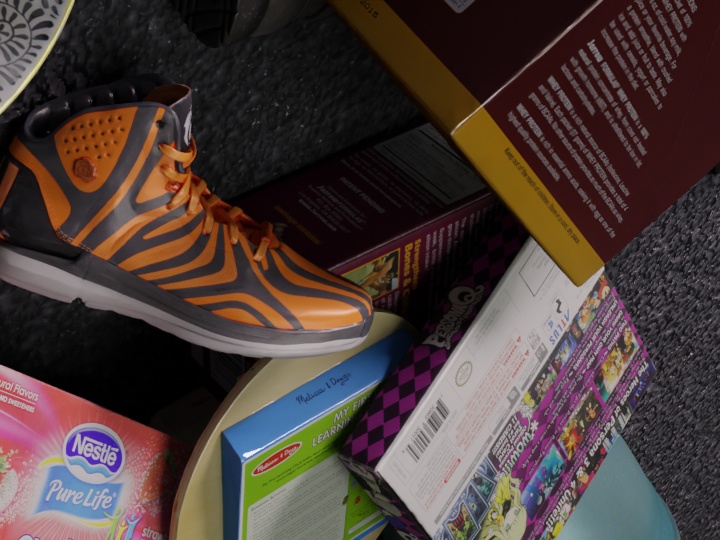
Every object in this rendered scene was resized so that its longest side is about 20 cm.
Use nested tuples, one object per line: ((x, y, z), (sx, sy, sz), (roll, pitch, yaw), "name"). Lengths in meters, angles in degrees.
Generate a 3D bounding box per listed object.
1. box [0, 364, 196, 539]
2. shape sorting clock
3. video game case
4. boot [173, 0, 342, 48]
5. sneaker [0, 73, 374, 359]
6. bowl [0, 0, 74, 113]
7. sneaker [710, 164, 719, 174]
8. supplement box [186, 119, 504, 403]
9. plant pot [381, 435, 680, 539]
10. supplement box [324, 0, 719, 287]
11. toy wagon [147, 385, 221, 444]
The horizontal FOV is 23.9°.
((-0.178, 0.107, 0.869), (0.200, 0.094, 0.103), (34, 70, -53), "box")
((-0.030, 0.111, 0.955), (0.200, 0.039, 0.201), (-33, 141, -32), "shape sorting clock")
((0.088, 0.081, 0.992), (0.200, 0.036, 0.181), (-55, 136, -20), "video game case")
((-0.014, -0.205, 0.835), (0.131, 0.070, 0.201), (-17, 143, -41), "boot")
((-0.079, -0.029, 0.834), (0.199, 0.078, 0.113), (14, 108, -11), "sneaker")
((-0.212, -0.135, 0.648), (0.200, 0.094, 0.201), (-28, 138, -29), "bowl")
((0.261, -0.093, 1.149), (0.200, 0.082, 0.073), (-35, -179, 27), "sneaker")
((0.000, 0.000, 0.997), (0.199, 0.086, 0.111), (-26, 137, -30), "supplement box")
((0.096, 0.152, 1.155), (0.200, 0.200, 0.188), (-40, 128, -14), "plant pot")
((0.117, -0.133, 0.860), (0.200, 0.133, 0.197), (-42, 147, 5), "supplement box")
((-0.088, 0.151, 1.074), (0.155, 0.040, 0.201), (-30, 139, -26), "toy wagon")
